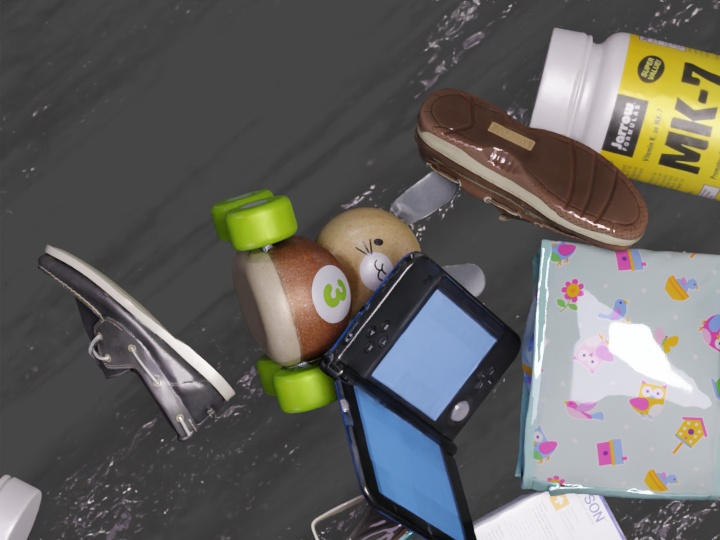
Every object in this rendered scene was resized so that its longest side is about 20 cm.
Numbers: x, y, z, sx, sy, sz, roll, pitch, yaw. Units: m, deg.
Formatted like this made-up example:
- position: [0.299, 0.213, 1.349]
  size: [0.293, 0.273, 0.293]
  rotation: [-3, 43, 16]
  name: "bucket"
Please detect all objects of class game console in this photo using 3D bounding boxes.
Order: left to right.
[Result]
- position: [0.067, 0.110, 1.420]
  size: [0.118, 0.200, 0.171]
  rotation: [38, 89, 37]
  name: "game console"

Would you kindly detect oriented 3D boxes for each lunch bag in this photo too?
- position: [0.214, 0.085, 1.468]
  size: [0.169, 0.122, 0.201]
  rotation: [4, 83, 2]
  name: "lunch bag"

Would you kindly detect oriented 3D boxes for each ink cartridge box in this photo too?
- position: [0.144, 0.293, 1.501]
  size: [0.199, 0.043, 0.197]
  rotation: [-28, 89, -4]
  name: "ink cartridge box"

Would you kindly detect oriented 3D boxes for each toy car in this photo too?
- position: [0.000, 0.000, 1.474]
  size: [0.199, 0.158, 0.165]
  rotation: [-18, 100, -10]
  name: "toy car"

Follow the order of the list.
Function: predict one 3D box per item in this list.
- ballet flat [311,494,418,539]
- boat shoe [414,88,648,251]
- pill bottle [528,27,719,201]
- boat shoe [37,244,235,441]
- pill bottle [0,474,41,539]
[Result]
- position: [-0.029, 0.246, 1.505]
  size: [0.200, 0.068, 0.068]
  rotation: [-42, 77, -10]
  name: "ballet flat"
- position: [0.134, -0.071, 1.452]
  size: [0.202, 0.075, 0.075]
  rotation: [33, 57, 13]
  name: "boat shoe"
- position: [0.241, -0.127, 1.476]
  size: [0.199, 0.114, 0.115]
  rotation: [14, 89, 3]
  name: "pill bottle"
- position: [-0.197, 0.057, 1.509]
  size: [0.200, 0.072, 0.068]
  rotation: [43, 86, 1]
  name: "boat shoe"
- position: [-0.370, 0.179, 1.489]
  size: [0.199, 0.120, 0.120]
  rotation: [24, 89, 2]
  name: "pill bottle"
